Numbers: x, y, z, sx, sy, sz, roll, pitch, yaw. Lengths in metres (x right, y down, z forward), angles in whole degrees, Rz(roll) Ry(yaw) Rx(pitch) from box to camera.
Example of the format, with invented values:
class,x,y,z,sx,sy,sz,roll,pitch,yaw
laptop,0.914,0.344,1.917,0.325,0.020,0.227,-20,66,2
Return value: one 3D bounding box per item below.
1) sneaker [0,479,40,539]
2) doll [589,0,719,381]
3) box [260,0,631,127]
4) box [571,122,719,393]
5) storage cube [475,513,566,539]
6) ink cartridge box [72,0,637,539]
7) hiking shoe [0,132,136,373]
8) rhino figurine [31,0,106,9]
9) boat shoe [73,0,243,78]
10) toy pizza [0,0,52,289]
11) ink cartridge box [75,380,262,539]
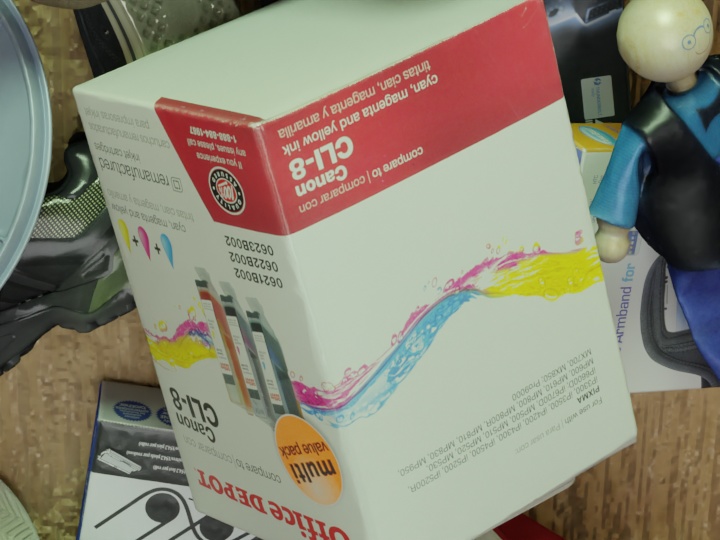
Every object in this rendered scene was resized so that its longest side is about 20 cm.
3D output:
class,x,y,z,sx,sy,sz,roll,pitch,yaw
sneaker,-0.248,0.117,1.122,0.200,0.075,0.084,32,131,-23
doll,0.156,-0.036,1.000,0.136,0.048,0.200,-39,121,-19
box,0.037,-0.110,1.042,0.159,0.044,0.201,-7,115,0
box,0.147,-0.006,1.059,0.199,0.041,0.120,-4,113,-28
storage cube,0.085,0.230,1.090,0.180,0.171,0.200,32,96,-38
ink cartridge box,0.000,0.000,0.952,0.144,0.145,0.201,-27,114,-29
hiking shoe,-0.182,-0.001,1.062,0.199,0.076,0.101,-27,96,-1
rhino figurine,-0.105,-0.150,0.940,0.199,0.060,0.088,-12,113,-14
boat shoe,-0.080,-0.085,1.020,0.074,0.062,0.201,-24,101,-19
toy pizza,-0.221,-0.051,1.015,0.199,0.032,0.201,-2,83,17
ink cartridge box,-0.035,0.116,1.141,0.199,0.044,0.094,8,115,-8
